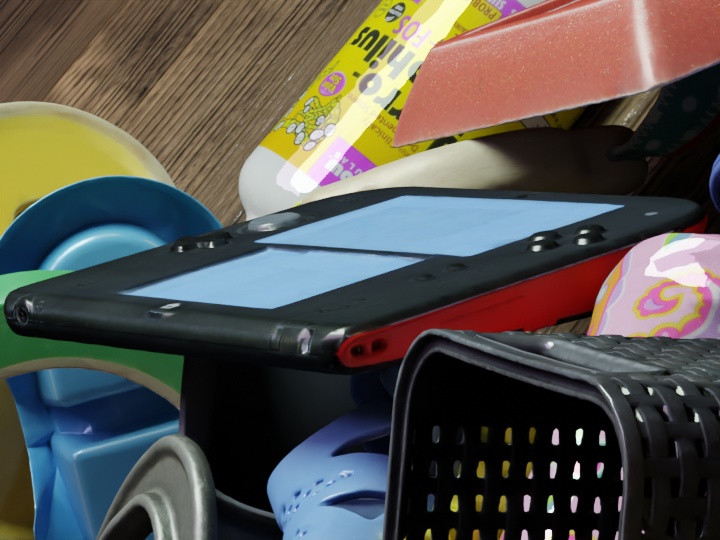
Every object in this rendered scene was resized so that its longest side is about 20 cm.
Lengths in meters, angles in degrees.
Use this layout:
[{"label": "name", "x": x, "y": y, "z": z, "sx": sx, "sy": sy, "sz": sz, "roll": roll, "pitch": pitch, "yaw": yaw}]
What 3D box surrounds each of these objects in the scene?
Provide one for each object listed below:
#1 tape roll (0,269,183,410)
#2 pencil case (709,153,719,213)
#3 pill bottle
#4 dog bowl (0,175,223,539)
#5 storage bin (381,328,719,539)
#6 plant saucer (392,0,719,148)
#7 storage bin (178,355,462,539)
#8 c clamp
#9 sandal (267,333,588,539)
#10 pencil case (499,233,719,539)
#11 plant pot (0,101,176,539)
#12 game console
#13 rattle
[{"label": "tape roll", "x": -0.124, "y": 0.101, "z": 1.187, "sx": 0.200, "sy": 0.200, "sz": 0.048, "roll": -48, "pitch": 19, "yaw": 0}, {"label": "pencil case", "x": 0.199, "y": -0.086, "z": 1.029, "sx": 0.200, "sy": 0.087, "sz": 0.078, "roll": -57, "pitch": 19, "yaw": -23}, {"label": "pill bottle", "x": 0.016, "y": -0.050, "z": 1.333, "sx": 0.200, "sy": 0.104, "sz": 0.104, "roll": -50, "pitch": 19, "yaw": -6}, {"label": "dog bowl", "x": -0.096, "y": 0.055, "z": 1.240, "sx": 0.111, "sy": 0.200, "sz": 0.050, "roll": -15, "pitch": 11, "yaw": -9}, {"label": "storage bin", "x": 0.070, "y": 0.120, "z": 0.733, "sx": 0.135, "sy": 0.094, "sz": 0.200, "roll": -165, "pitch": 77, "yaw": -67}, {"label": "plant saucer", "x": 0.131, "y": -0.107, "z": 1.154, "sx": 0.200, "sy": 0.037, "sz": 0.200, "roll": -25, "pitch": 7, "yaw": -27}, {"label": "storage bin", "x": -0.014, "y": 0.101, "z": 1.081, "sx": 0.200, "sy": 0.145, "sz": 0.134, "roll": -90, "pitch": 19, "yaw": -62}, {"label": "c clamp", "x": -0.081, "y": 0.159, "z": 0.964, "sx": 0.171, "sy": 0.027, "sz": 0.200, "roll": 140, "pitch": 136, "yaw": -62}, {"label": "sandal", "x": 0.007, "y": 0.082, "z": 0.924, "sx": 0.087, "sy": 0.080, "sz": 0.200, "roll": 15, "pitch": 35, "yaw": 24}, {"label": "pencil case", "x": 0.079, "y": 0.087, "z": 0.881, "sx": 0.087, "sy": 0.087, "sz": 0.200, "roll": -19, "pitch": 38, "yaw": 55}, {"label": "plant pot", "x": -0.167, "y": 0.024, "z": 1.362, "sx": 0.201, "sy": 0.201, "sz": 0.189, "roll": -63, "pitch": 4, "yaw": -38}, {"label": "game console", "x": 0.000, "y": 0.000, "z": 1.001, "sx": 0.177, "sy": 0.031, "sz": 0.200, "roll": -12, "pitch": 10, "yaw": -38}, {"label": "rattle", "x": 0.079, "y": 0.001, "z": 1.189, "sx": 0.200, "sy": 0.143, "sz": 0.130, "roll": -13, "pitch": -26, "yaw": -9}]
